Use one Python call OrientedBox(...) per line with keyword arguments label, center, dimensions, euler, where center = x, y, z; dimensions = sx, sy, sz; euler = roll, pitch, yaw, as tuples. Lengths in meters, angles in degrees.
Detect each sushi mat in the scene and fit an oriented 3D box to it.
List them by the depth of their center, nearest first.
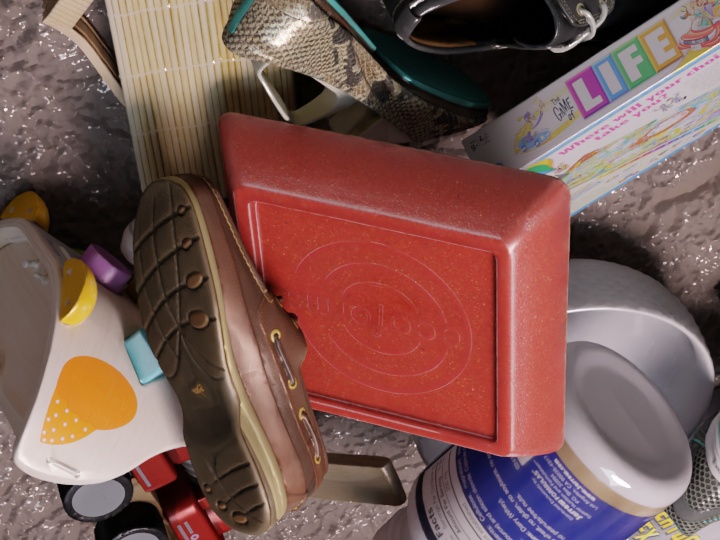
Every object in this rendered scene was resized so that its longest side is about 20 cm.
OrientedBox(label="sushi mat", center=(-0.083, -0.113, 0.992), dimensions=(0.095, 0.012, 0.201), euler=(-10, 136, -5))

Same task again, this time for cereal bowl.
OrientedBox(label="cereal bowl", center=(0.126, 0.063, 1.211), dimensions=(0.198, 0.084, 0.201), euler=(-7, 137, -6))

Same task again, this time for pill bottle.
OrientedBox(label="pill bottle", center=(0.100, 0.145, 1.148), dimensions=(0.115, 0.116, 0.200), euler=(23, 128, -31))

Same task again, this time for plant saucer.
OrientedBox(label="plant saucer", center=(0.014, 0.020, 1.014), dimensions=(0.198, 0.037, 0.201), euler=(13, 134, 18))

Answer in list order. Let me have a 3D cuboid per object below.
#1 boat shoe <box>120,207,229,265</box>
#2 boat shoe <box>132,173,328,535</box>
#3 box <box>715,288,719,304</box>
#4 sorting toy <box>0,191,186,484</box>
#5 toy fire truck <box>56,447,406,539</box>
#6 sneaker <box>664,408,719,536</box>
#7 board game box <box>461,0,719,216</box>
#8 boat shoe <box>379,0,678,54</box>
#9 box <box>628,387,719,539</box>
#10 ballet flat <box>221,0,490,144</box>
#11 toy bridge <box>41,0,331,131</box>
OrientedBox(label="boat shoe", center=(-0.042, -0.020, 1.104), dimensions=(0.198, 0.072, 0.069), euler=(10, 116, -15))
OrientedBox(label="boat shoe", center=(-0.068, 0.040, 1.004), dimensions=(0.067, 0.072, 0.202), euler=(-26, 106, -39))
OrientedBox(label="box", center=(0.350, 0.063, 1.230), dimensions=(0.199, 0.123, 0.106), euler=(26, 126, -33))
OrientedBox(label="sorting toy", center=(-0.136, 0.049, 1.094), dimensions=(0.179, 0.200, 0.107), euler=(25, 102, -35))
OrientedBox(label="toy fire truck", center=(-0.089, 0.126, 1.218), dimensions=(0.199, 0.129, 0.177), euler=(-26, 136, -2))
OrientedBox(label="sneaker", center=(0.253, 0.120, 1.237), dimensions=(0.091, 0.078, 0.200), euler=(-47, 165, 28))
OrientedBox(label="board game box", center=(0.170, -0.101, 1.041), dimensions=(0.199, 0.034, 0.134), euler=(-32, 162, 20))
OrientedBox(label="boat shoe", center=(0.104, -0.142, 1.004), dimensions=(0.198, 0.068, 0.072), euler=(3, 135, -22))
OrientedBox(label="box", center=(0.246, 0.186, 1.392), dimensions=(0.158, 0.049, 0.200), euler=(-26, 135, 16))
OrientedBox(label="ballet flat", center=(-0.008, -0.105, 0.995), dimensions=(0.075, 0.068, 0.200), euler=(-48, 144, 12))
OrientedBox(label="toy bridge", center=(-0.091, -0.106, 1.029), dimensions=(0.199, 0.027, 0.067), euler=(24, 127, -32))
